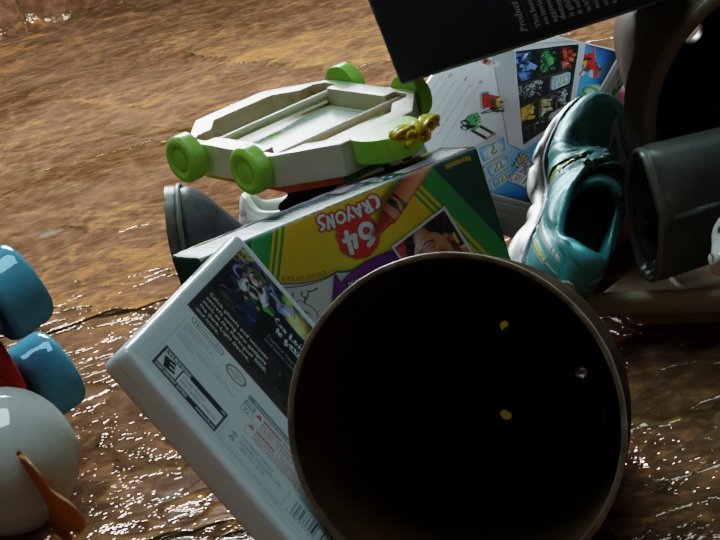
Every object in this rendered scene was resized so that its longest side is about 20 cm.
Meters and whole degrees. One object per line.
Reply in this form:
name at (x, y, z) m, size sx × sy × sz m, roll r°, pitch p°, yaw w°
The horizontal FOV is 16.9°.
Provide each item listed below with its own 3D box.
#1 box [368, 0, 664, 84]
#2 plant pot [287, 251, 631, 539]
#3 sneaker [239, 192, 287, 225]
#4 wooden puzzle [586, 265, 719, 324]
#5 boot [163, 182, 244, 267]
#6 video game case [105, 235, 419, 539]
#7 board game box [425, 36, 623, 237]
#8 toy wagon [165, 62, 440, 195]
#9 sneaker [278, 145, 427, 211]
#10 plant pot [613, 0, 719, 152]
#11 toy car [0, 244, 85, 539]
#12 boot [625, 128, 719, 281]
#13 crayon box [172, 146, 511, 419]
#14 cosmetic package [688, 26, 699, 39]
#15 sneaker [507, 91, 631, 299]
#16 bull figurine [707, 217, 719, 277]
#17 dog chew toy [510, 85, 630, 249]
box at (0.113, -0.225, 1.626) m, size 0.198 × 0.123 × 0.200 m, roll -16°, pitch 13°, yaw 17°
plant pot at (0.076, 0.072, 1.387) m, size 0.187 × 0.187 × 0.200 m, roll -11°, pitch 3°, yaw 16°
sneaker at (-0.002, -0.044, 1.926) m, size 0.200 × 0.100 × 0.075 m, roll -13°, pitch 15°, yaw 5°
wooden puzzle at (0.273, -0.001, 1.660) m, size 0.185 × 0.037 × 0.200 m, roll -2°, pitch 17°, yaw 38°
boot at (-0.033, -0.026, 1.821) m, size 0.200 × 0.182 × 0.073 m, roll -11°, pitch 59°, yaw 12°
video game case at (-0.042, 0.090, 1.377) m, size 0.023 × 0.200 × 0.182 m, roll -38°, pitch 6°, yaw 27°
board game box at (0.101, -0.106, 1.760) m, size 0.126 × 0.035 × 0.200 m, roll 16°, pitch 44°, yaw 18°
toy wagon at (-0.024, -0.089, 1.590) m, size 0.155 × 0.040 × 0.200 m, roll -27°, pitch 26°, yaw -34°
sneaker at (0.000, 0.000, 1.619) m, size 0.129 × 0.199 × 0.079 m, roll -9°, pitch -15°, yaw -26°
plant pot at (0.258, -0.143, 1.674) m, size 0.200 × 0.200 × 0.175 m, roll -18°, pitch 28°, yaw -7°
toy car at (-0.240, 0.122, 1.584) m, size 0.184 × 0.177 × 0.200 m, roll -36°, pitch 52°, yaw -19°
boot at (0.270, -0.091, 1.563) m, size 0.200 × 0.182 × 0.073 m, roll -8°, pitch 25°, yaw -7°
crayon box at (0.004, 0.037, 1.524) m, size 0.200 × 0.173 × 0.058 m, roll -23°, pitch 11°, yaw -22°
cosmetic package at (0.296, -0.205, 1.816) m, size 0.073 × 0.104 × 0.200 m, roll -32°, pitch 30°, yaw -30°
sneaker at (0.158, -0.050, 1.639) m, size 0.080 × 0.077 × 0.200 m, roll -48°, pitch 18°, yaw 45°
bull figurine at (0.318, -0.012, 1.513) m, size 0.200 × 0.065 × 0.121 m, roll -3°, pitch 27°, yaw -23°
dog chew toy at (0.166, -0.066, 1.823) m, size 0.124 × 0.125 × 0.200 m, roll -7°, pitch 26°, yaw 25°
